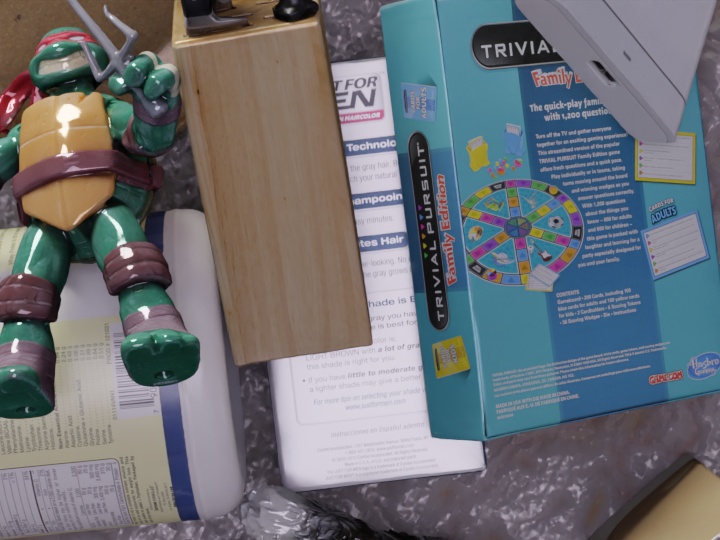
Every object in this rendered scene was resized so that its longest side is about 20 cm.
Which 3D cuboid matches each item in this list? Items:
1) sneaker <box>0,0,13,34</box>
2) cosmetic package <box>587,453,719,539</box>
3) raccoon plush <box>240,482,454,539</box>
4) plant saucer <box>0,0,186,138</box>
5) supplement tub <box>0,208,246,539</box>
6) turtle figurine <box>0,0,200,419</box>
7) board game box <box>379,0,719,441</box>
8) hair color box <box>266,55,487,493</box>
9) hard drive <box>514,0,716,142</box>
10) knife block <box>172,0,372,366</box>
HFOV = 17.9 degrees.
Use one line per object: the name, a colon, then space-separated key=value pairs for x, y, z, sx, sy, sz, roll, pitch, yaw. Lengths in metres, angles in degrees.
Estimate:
sneaker: x=-0.180 y=-0.152 z=1.092 sx=0.200 sy=0.074 sz=0.079 roll=-38 pitch=117 yaw=-2
cosmetic package: x=0.169 y=0.151 z=1.036 sx=0.071 sy=0.200 sz=0.105 roll=-42 pitch=93 yaw=1
raccoon plush: x=0.013 y=0.193 z=1.090 sx=0.200 sy=0.097 sz=0.134 roll=25 pitch=96 yaw=-4
plant saucer: x=-0.129 y=-0.142 z=1.061 sx=0.200 sy=0.035 sz=0.200 roll=-16 pitch=126 yaw=-23
supplement tub: x=-0.158 y=0.051 z=1.055 sx=0.200 sy=0.145 sz=0.145 roll=-6 pitch=92 yaw=0
turtle figurine: x=-0.126 y=-0.043 z=0.968 sx=0.150 sy=0.101 sz=0.200 roll=-23 pitch=64 yaw=25
board game box: x=0.094 y=-0.031 z=1.070 sx=0.151 sy=0.047 sz=0.200 roll=-8 pitch=92 yaw=-33
hair color box: x=0.000 y=0.000 z=1.097 sx=0.100 sy=0.061 sz=0.200 roll=-6 pitch=92 yaw=1
hard drive: x=0.134 y=-0.177 z=1.035 sx=0.027 sy=0.132 sz=0.200 roll=5 pitch=68 yaw=35
knife block: x=-0.044 y=-0.079 z=0.968 sx=0.064 sy=0.176 sz=0.200 roll=-9 pitch=70 yaw=2
